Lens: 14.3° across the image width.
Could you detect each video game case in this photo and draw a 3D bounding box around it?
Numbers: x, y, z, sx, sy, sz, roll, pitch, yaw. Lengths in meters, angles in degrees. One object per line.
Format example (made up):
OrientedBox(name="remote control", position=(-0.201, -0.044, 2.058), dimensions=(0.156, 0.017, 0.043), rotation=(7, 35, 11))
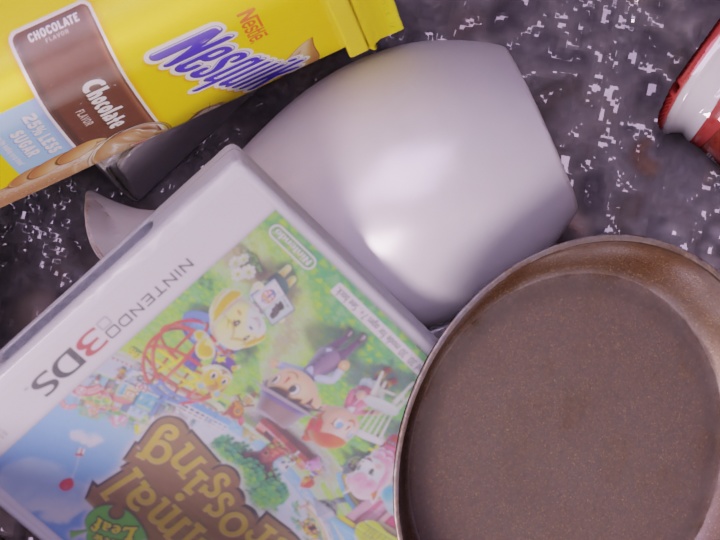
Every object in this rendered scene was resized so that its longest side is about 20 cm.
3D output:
OrientedBox(name="video game case", position=(-0.054, 0.071, 1.230), dimensions=(0.182, 0.022, 0.200), rotation=(-41, 117, 10))

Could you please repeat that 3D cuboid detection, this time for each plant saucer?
OrientedBox(name="plant saucer", position=(0.096, 0.081, 1.243), dimensions=(0.200, 0.032, 0.201), rotation=(-5, 102, -26))

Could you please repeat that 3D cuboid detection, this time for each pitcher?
OrientedBox(name="pitcher", position=(0.000, 0.000, 1.278), dimensions=(0.200, 0.121, 0.172), rotation=(-25, 109, 1))

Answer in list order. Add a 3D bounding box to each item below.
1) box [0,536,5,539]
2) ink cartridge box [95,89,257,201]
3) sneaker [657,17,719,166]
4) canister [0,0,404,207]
OrientedBox(name="box", position=(-0.136, 0.159, 1.226), dimensions=(0.200, 0.161, 0.049), rotation=(35, 84, 9))
OrientedBox(name="ink cartridge box", position=(-0.123, -0.153, 1.324), dimensions=(0.147, 0.083, 0.200), rotation=(-43, 79, -4))
OrientedBox(name="sneaker", position=(0.234, -0.116, 1.297), dimensions=(0.115, 0.078, 0.200), rotation=(37, 101, 1))
OrientedBox(name="canister", position=(-0.092, -0.106, 1.196), dimensions=(0.200, 0.149, 0.087), rotation=(-25, 78, 2))
